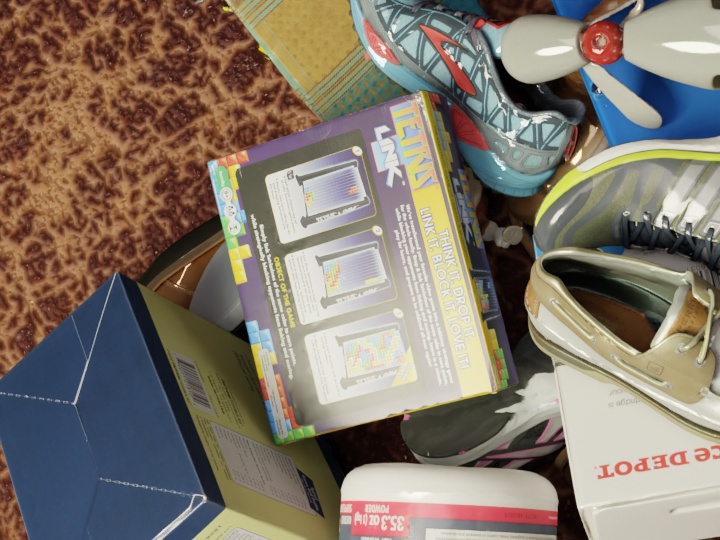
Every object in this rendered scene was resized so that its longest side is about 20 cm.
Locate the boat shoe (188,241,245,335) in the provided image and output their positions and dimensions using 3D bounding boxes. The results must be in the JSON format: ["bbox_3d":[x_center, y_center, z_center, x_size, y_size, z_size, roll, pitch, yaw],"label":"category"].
[{"bbox_3d":[-0.048,-0.017,1.059,0.200,0.068,0.074,-52,35,10],"label":"boat shoe"}]

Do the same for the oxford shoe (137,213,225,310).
[{"bbox_3d":[-0.137,0.019,1.121,0.200,0.071,0.071,-40,102,7],"label":"oxford shoe"}]

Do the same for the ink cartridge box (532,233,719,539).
[{"bbox_3d":[0.197,0.064,0.904,0.145,0.084,0.201,-11,57,10],"label":"ink cartridge box"}]

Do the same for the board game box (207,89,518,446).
[{"bbox_3d":[0.000,0.000,0.959,0.164,0.057,0.201,-15,85,21],"label":"board game box"}]

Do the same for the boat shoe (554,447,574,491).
[{"bbox_3d":[0.229,0.105,0.967,0.199,0.070,0.071,-32,68,12],"label":"boat shoe"}]

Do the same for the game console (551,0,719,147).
[{"bbox_3d":[0.243,-0.160,0.974,0.118,0.170,0.201,-38,62,44],"label":"game console"}]

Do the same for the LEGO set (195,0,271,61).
[{"bbox_3d":[-0.023,-0.246,1.077,0.154,0.116,0.200,42,98,19],"label":"LEGO set"}]

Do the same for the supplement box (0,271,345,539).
[{"bbox_3d":[-0.118,0.144,0.981,0.134,0.200,0.201,-40,50,14],"label":"supplement box"}]

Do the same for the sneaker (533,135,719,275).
[{"bbox_3d":[0.204,-0.034,0.871,0.199,0.074,0.081,-12,58,11],"label":"sneaker"}]

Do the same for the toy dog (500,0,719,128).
[{"bbox_3d":[0.196,-0.146,0.885,0.199,0.096,0.133,26,112,26],"label":"toy dog"}]

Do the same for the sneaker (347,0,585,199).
[{"bbox_3d":[0.078,-0.151,0.979,0.200,0.079,0.096,48,133,4],"label":"sneaker"}]

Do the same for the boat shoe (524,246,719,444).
[{"bbox_3d":[0.185,0.043,0.827,0.199,0.069,0.075,18,63,23],"label":"boat shoe"}]

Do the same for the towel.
[{"bbox_3d":[0.002,-0.184,1.040,0.146,0.022,0.200,-41,113,1],"label":"towel"}]

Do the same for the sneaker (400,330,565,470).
[{"bbox_3d":[0.125,0.094,1.009,0.199,0.087,0.081,-19,52,-3],"label":"sneaker"}]

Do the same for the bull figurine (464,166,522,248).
[{"bbox_3d":[0.050,-0.023,1.037,0.201,0.065,0.122,-58,25,13],"label":"bull figurine"}]

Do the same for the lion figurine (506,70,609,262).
[{"bbox_3d":[0.151,-0.082,1.022,0.122,0.072,0.200,42,102,30],"label":"lion figurine"}]

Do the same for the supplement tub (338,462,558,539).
[{"bbox_3d":[0.052,0.225,0.900,0.139,0.140,0.202,-1,79,19],"label":"supplement tub"}]
